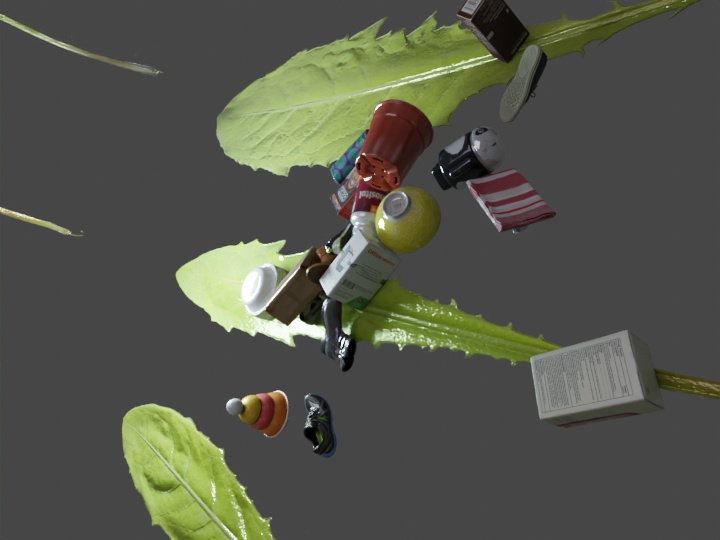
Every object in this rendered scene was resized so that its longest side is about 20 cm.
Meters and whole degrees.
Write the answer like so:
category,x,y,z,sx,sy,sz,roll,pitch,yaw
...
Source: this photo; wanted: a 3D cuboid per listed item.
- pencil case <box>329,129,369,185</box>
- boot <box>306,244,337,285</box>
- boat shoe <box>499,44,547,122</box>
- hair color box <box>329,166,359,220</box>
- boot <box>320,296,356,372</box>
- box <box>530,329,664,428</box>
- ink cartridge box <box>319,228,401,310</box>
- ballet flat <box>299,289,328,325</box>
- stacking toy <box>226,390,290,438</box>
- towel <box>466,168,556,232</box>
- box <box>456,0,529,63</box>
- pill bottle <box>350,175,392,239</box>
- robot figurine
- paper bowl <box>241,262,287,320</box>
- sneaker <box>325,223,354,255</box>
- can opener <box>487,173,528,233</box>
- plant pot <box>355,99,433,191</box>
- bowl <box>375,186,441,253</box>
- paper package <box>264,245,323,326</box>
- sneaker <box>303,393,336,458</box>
category,x,y,z,sx,sy,sz,roll,pitch,yaw
pencil case,-0.015,-0.379,1.880,0.200,0.092,0.085,-43,77,23
boot,-0.105,-0.025,1.723,0.155,0.198,0.075,46,128,44
boat shoe,0.431,-0.484,1.459,0.075,0.062,0.202,41,118,45
hair color box,-0.009,-0.277,1.839,0.200,0.061,0.102,-48,41,19
boot,-0.055,0.182,1.625,0.131,0.069,0.203,27,122,50
box,0.442,0.211,1.049,0.199,0.108,0.130,-25,53,38
ink cartridge box,0.000,0.000,1.622,0.201,0.145,0.084,-51,40,15
ballet flat,-0.124,0.098,1.773,0.200,0.063,0.068,-49,44,18
stacking toy,-0.330,0.431,1.723,0.145,0.199,0.148,-25,53,38
towel,0.358,-0.177,1.341,0.142,0.023,0.201,-15,45,-8
box,0.364,-0.673,1.519,0.101,0.199,0.075,-54,43,13
pill bottle,0.033,-0.191,1.710,0.112,0.112,0.203,-6,67,46
robot figurine,0.285,-0.295,1.471,0.199,0.124,0.152,-29,51,36
paper bowl,-0.357,0.070,2.017,0.199,0.104,0.203,-26,52,38
sneaker,-0.062,-0.096,1.718,0.082,0.200,0.073,-8,104,14
can opener,0.352,-0.172,1.378,0.053,0.066,0.201,-44,47,21
plant pot,0.087,-0.355,1.623,0.199,0.201,0.197,-4,50,47
bowl,0.118,-0.161,1.560,0.197,0.108,0.203,-12,61,23
paper package,-0.194,0.048,1.790,0.200,0.103,0.191,-47,10,23
sneaker,-0.124,0.435,1.585,0.071,0.082,0.201,-43,44,23
